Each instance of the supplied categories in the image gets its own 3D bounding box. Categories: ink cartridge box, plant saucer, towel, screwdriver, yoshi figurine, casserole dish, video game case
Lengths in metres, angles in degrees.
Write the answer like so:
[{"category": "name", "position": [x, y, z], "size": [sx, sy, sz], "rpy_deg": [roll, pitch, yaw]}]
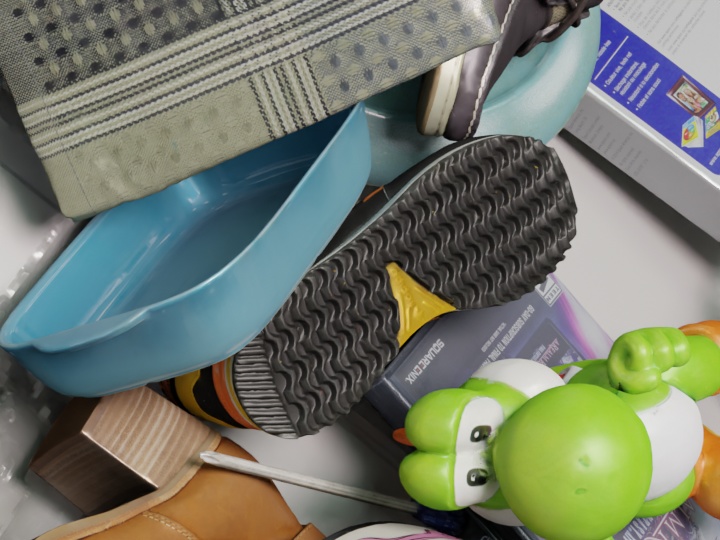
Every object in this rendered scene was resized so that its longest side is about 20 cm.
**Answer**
[{"category": "ink cartridge box", "position": [0.135, -0.097, 1.201], "size": [0.200, 0.039, 0.099], "rpy_deg": [38, 58, 2]}, {"category": "plant saucer", "position": [0.017, -0.132, 1.142], "size": [0.200, 0.027, 0.200], "rpy_deg": [6, 66, -14]}, {"category": "towel", "position": [-0.068, -0.141, 1.009], "size": [0.200, 0.035, 0.193], "rpy_deg": [-22, 99, 7]}, {"category": "screwdriver", "position": [0.013, 0.092, 1.039], "size": [0.200, 0.029, 0.028], "rpy_deg": [23, 46, -45]}, {"category": "yoshi figurine", "position": [0.106, 0.072, 1.024], "size": [0.200, 0.112, 0.113], "rpy_deg": [-5, 66, -46]}, {"category": "casserole dish", "position": [-0.061, -0.009, 1.008], "size": [0.039, 0.121, 0.200], "rpy_deg": [62, 32, -20]}, {"category": "video game case", "position": [0.099, 0.089, 1.107], "size": [0.200, 0.019, 0.143], "rpy_deg": [48, 38, -4]}]

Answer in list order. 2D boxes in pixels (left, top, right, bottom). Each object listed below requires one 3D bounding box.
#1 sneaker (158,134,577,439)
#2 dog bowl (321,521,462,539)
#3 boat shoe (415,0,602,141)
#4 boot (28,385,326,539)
[{"category": "sneaker", "position": [0.000, 0.000, 1.057], "size": [0.200, 0.090, 0.070], "rpy_deg": [-35, 111, -34]}, {"category": "dog bowl", "position": [0.036, 0.195, 0.975], "size": [0.200, 0.074, 0.201], "rpy_deg": [8, 79, -47]}, {"category": "boat shoe", "position": [0.078, -0.134, 1.107], "size": [0.065, 0.072, 0.200], "rpy_deg": [23, 57, 0]}, {"category": "boot", "position": [-0.080, 0.150, 0.971], "size": [0.155, 0.074, 0.200], "rpy_deg": [41, 58, -14]}]
